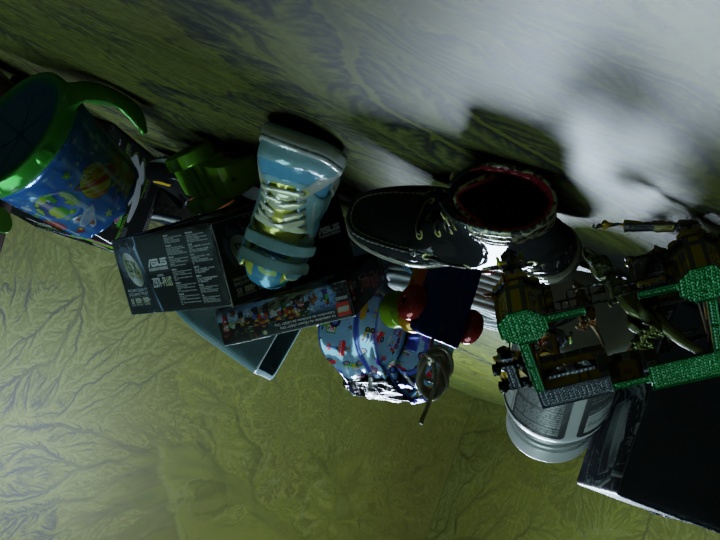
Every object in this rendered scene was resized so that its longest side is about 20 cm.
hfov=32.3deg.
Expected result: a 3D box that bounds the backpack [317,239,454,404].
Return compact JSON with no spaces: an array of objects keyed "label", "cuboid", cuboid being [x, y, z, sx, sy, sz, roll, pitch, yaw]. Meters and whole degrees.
[{"label":"backpack","cuboid":[0.030,0.056,1.539,0.134,0.183,0.200,7,157,25]}]

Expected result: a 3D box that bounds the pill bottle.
[{"label":"pill bottle","cuboid":[0.206,0.103,1.268,0.116,0.117,0.200,18,141,12]}]

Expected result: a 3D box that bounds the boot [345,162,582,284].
[{"label":"boot","cuboid":[0.072,-0.048,0.994,0.203,0.074,0.154,11,169,16]}]

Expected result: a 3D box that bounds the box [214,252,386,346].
[{"label":"box","cuboid":[-0.056,0.026,1.288,0.136,0.038,0.200,-13,-173,12]}]

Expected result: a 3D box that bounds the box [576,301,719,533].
[{"label":"box","cuboid":[0.322,0.148,1.265,0.124,0.201,0.197,19,173,-1]}]

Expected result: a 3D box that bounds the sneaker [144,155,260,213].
[{"label":"sneaker","cuboid":[-0.165,-0.066,1.443,0.199,0.090,0.070,20,173,0]}]

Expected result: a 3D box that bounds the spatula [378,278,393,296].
[{"label":"spatula","cuboid":[0.000,0.000,1.454,0.200,0.057,0.021,35,-160,11]}]

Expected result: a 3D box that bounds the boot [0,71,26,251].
[{"label":"boot","cuboid":[-0.419,-0.122,1.259,0.186,0.201,0.064,25,175,-30]}]

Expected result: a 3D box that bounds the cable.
[{"label":"cable","cuboid":[0.126,0.018,1.359,0.199,0.069,0.200,22,173,-16]}]

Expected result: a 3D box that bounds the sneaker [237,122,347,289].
[{"label":"sneaker","cuboid":[-0.067,-0.051,1.114,0.079,0.131,0.200,20,173,8]}]

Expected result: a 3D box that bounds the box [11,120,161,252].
[{"label":"box","cuboid":[-0.343,-0.108,1.482,0.148,0.125,0.200,17,172,12]}]

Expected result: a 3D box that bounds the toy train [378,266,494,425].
[{"label":"toy train","cuboid":[0.055,0.044,1.191,0.084,0.201,0.116,23,169,-26]}]

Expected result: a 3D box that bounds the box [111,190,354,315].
[{"label":"box","cuboid":[-0.134,-0.020,1.294,0.163,0.086,0.200,-20,-171,-38]}]

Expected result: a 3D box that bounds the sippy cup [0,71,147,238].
[{"label":"sippy cup","cuboid":[-0.294,-0.103,1.225,0.177,0.140,0.130,0,151,42]}]

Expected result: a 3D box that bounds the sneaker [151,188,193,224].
[{"label":"sneaker","cuboid":[-0.267,-0.085,1.645,0.202,0.077,0.146,18,170,10]}]

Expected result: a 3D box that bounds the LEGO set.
[{"label":"LEGO set","cuboid":[0.189,0.014,0.948,0.199,0.116,0.154,-20,132,17]}]

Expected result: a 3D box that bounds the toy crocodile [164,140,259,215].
[{"label":"toy crocodile","cuboid":[-0.157,-0.101,1.302,0.068,0.062,0.200,62,164,-11]}]

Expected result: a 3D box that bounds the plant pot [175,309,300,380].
[{"label":"plant pot","cuboid":[-0.175,0.020,1.799,0.200,0.196,0.196,30,174,6]}]
